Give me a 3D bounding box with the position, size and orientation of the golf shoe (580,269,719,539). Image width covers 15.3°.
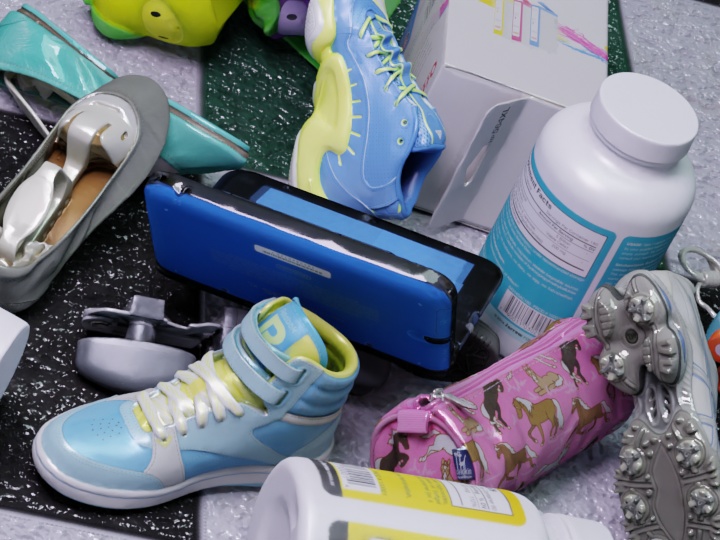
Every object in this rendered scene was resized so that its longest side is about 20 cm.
[{"bbox_3d":[0.206,0.095,1.700,0.097,0.078,0.201,-16,98,-53],"label":"golf shoe"}]

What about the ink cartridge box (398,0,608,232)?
[{"bbox_3d":[0.095,-0.123,1.899,0.125,0.129,0.200,18,40,-10],"label":"ink cartridge box"}]

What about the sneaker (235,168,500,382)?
[{"bbox_3d":[0.000,0.002,1.760,0.199,0.060,0.104,14,42,-2],"label":"sneaker"}]

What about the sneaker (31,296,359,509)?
[{"bbox_3d":[-0.091,0.069,1.583,0.199,0.131,0.080,-7,50,-33],"label":"sneaker"}]

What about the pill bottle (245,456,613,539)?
[{"bbox_3d":[0.041,0.177,1.548,0.199,0.114,0.115,11,41,-18],"label":"pill bottle"}]

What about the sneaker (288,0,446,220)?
[{"bbox_3d":[0.017,-0.124,1.808,0.105,0.201,0.076,9,6,23],"label":"sneaker"}]

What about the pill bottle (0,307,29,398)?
[{"bbox_3d":[-0.296,0.020,1.542,0.199,0.112,0.112,27,39,3],"label":"pill bottle"}]

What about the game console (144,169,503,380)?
[{"bbox_3d":[-0.017,-0.025,1.657,0.199,0.171,0.119,20,65,10],"label":"game console"}]

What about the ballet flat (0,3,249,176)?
[{"bbox_3d":[-0.168,-0.101,1.789,0.200,0.071,0.067,32,-6,14],"label":"ballet flat"}]

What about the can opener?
[{"bbox_3d":[-0.081,0.059,1.677,0.199,0.053,0.067,13,73,-16],"label":"can opener"}]

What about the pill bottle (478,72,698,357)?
[{"bbox_3d":[0.151,-0.034,1.772,0.110,0.200,0.111,15,40,-13],"label":"pill bottle"}]

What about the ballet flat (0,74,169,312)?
[{"bbox_3d":[-0.179,-0.060,1.681,0.067,0.064,0.200,26,60,14],"label":"ballet flat"}]

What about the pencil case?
[{"bbox_3d":[0.094,0.094,1.689,0.200,0.087,0.083,-24,73,-47],"label":"pencil case"}]

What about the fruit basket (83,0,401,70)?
[{"bbox_3d":[-0.084,-0.211,1.877,0.215,0.216,0.155,-19,50,-41],"label":"fruit basket"}]

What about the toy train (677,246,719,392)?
[{"bbox_3d":[0.308,0.049,1.886,0.199,0.056,0.151,9,41,-24],"label":"toy train"}]
